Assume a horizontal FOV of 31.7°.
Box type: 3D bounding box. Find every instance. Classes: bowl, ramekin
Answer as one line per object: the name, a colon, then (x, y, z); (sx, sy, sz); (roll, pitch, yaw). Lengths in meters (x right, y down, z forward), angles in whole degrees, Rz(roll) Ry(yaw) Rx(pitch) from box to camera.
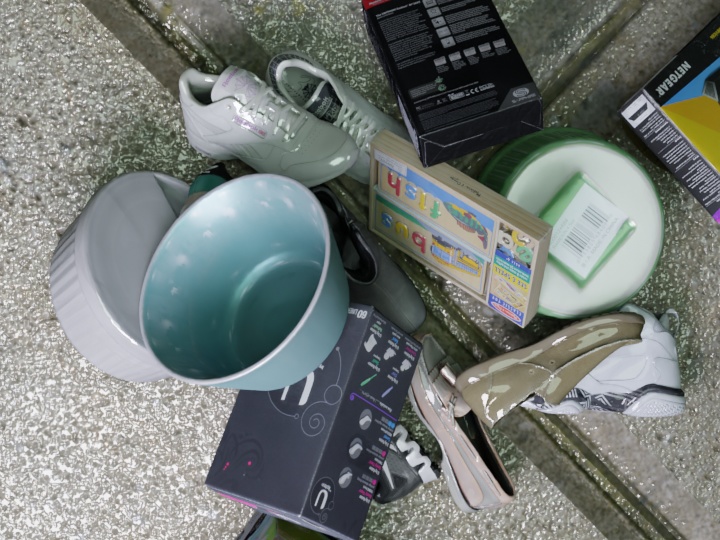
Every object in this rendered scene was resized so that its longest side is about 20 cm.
bowl: (-0.088, 0.026, 1.137); (0.201, 0.201, 0.105); (-47, 139, 1)
ramekin: (0.212, -0.045, 1.294); (0.197, 0.098, 0.203); (-1, 96, -5)
ramekin: (-0.206, 0.014, 1.220); (0.094, 0.202, 0.204); (-28, 101, 38)

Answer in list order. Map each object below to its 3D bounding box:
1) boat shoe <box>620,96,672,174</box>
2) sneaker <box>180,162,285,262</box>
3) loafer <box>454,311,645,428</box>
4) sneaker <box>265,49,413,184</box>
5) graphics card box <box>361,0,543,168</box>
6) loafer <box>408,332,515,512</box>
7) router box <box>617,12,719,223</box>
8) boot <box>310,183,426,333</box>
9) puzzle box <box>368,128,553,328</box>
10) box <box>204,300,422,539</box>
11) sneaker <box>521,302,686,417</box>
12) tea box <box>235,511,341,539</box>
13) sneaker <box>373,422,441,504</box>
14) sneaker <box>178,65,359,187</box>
boat shoe: (0.363, -0.135, 1.322); (0.199, 0.073, 0.064); (24, 49, -4)
sneaker: (-0.086, -0.030, 1.254); (0.071, 0.081, 0.200); (-26, 123, 40)
loafer: (0.193, 0.098, 1.259); (0.198, 0.076, 0.068); (-23, 79, 9)
sneaker: (-0.013, -0.144, 1.272); (0.199, 0.080, 0.077); (35, 90, -9)
graphics card box: (0.087, -0.202, 1.232); (0.124, 0.051, 0.202); (-18, 53, -4)
loafer: (0.105, 0.153, 1.311); (0.062, 0.072, 0.202); (-14, 103, 38)
router box: (0.365, -0.162, 1.261); (0.149, 0.051, 0.200); (47, 57, 1)
boot: (0.000, 0.000, 1.258); (0.070, 0.132, 0.200); (-43, 104, 0)
puzzle box: (0.091, -0.040, 1.231); (0.199, 0.134, 0.025); (33, 58, 23)
box: (-0.041, 0.134, 1.190); (0.121, 0.106, 0.202); (9, 73, 36)
sneaker: (0.243, 0.091, 1.327); (0.197, 0.075, 0.117); (3, 89, -2)
tea box: (-0.090, 0.354, 1.259); (0.133, 0.197, 0.201); (36, 91, -8)
sneaker: (-0.005, 0.160, 1.310); (0.090, 0.066, 0.201); (-37, 100, -5)
sneaker: (-0.096, -0.139, 1.218); (0.198, 0.100, 0.075); (17, 56, 24)
